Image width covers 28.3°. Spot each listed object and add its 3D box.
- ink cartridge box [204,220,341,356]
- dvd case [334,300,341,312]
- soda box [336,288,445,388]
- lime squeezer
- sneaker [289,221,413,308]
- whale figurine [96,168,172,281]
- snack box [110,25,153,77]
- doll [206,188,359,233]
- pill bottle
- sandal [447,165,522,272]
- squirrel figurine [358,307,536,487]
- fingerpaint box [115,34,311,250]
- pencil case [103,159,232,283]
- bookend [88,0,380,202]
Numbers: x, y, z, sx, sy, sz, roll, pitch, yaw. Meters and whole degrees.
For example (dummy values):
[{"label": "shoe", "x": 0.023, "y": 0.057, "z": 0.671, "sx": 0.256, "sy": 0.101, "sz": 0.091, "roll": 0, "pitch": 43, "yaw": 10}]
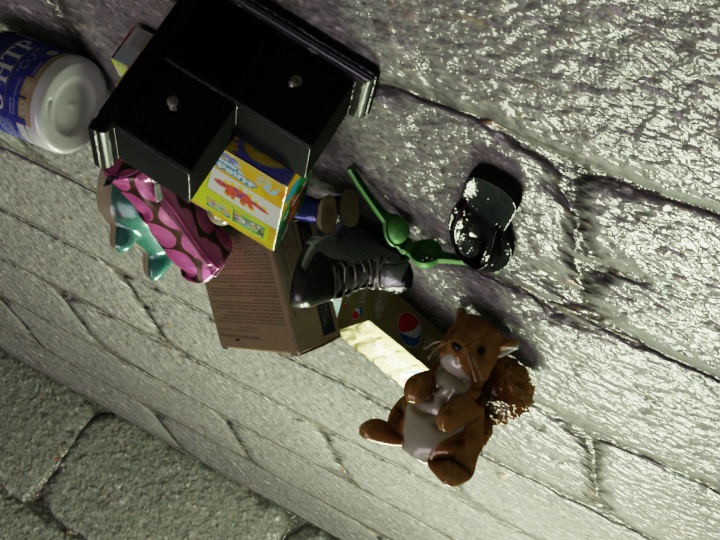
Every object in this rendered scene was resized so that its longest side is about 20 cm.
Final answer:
[{"label": "ink cartridge box", "x": -0.121, "y": 0.014, "z": 1.805, "sx": 0.199, "sy": 0.074, "sz": 0.167, "roll": 1, "pitch": 108, "yaw": 55}, {"label": "dvd case", "x": -0.018, "y": 0.016, "z": 1.857, "sx": 0.145, "sy": 0.022, "sz": 0.200, "roll": 15, "pitch": 152, "yaw": 44}, {"label": "soda box", "x": 0.058, "y": 0.097, "z": 1.820, "sx": 0.067, "sy": 0.065, "sz": 0.200, "roll": -19, "pitch": 132, "yaw": 41}, {"label": "lime squeezer", "x": 0.057, "y": -0.039, "z": 1.572, "sx": 0.199, "sy": 0.038, "sz": 0.071, "roll": 35, "pitch": 161, "yaw": -1}, {"label": "sneaker", "x": 0.000, "y": 0.000, "z": 1.611, "sx": 0.114, "sy": 0.200, "sz": 0.076, "roll": 17, "pitch": 115, "yaw": 13}, {"label": "whale figurine", "x": -0.257, "y": -0.076, "z": 1.818, "sx": 0.102, "sy": 0.160, "sz": 0.202, "roll": 11, "pitch": 135, "yaw": 24}, {"label": "snack box", "x": -0.165, "y": -0.175, "z": 1.571, "sx": 0.198, "sy": 0.053, "sz": 0.143, "roll": 26, "pitch": 161, "yaw": 17}, {"label": "doll", "x": -0.103, "y": -0.072, "z": 1.644, "sx": 0.198, "sy": 0.136, "sz": 0.049, "roll": 4, "pitch": 104, "yaw": 39}, {"label": "pill bottle", "x": -0.418, "y": -0.227, "z": 1.752, "sx": 0.198, "sy": 0.120, "sz": 0.120, "roll": 21, "pitch": 159, "yaw": 30}, {"label": "sandal", "x": 0.118, "y": -0.041, "z": 1.447, "sx": 0.075, "sy": 0.048, "sz": 0.201, "roll": 28, "pitch": 160, "yaw": 13}, {"label": "squirrel figurine", "x": 0.125, "y": 0.142, "z": 1.740, "sx": 0.141, "sy": 0.189, "sz": 0.199, "roll": 28, "pitch": -166, "yaw": 32}, {"label": "fingerpaint box", "x": -0.149, "y": -0.128, "z": 1.471, "sx": 0.198, "sy": 0.074, "sz": 0.167, "roll": 30, "pitch": 158, "yaw": 5}, {"label": "pencil case", "x": -0.225, "y": -0.071, "z": 1.702, "sx": 0.093, "sy": 0.091, "sz": 0.201, "roll": 23, "pitch": 156, "yaw": 45}, {"label": "bookend", "x": -0.118, "y": -0.144, "z": 1.342, "sx": 0.197, "sy": 0.201, "sz": 0.092, "roll": 32, "pitch": 162, "yaw": 4}]
